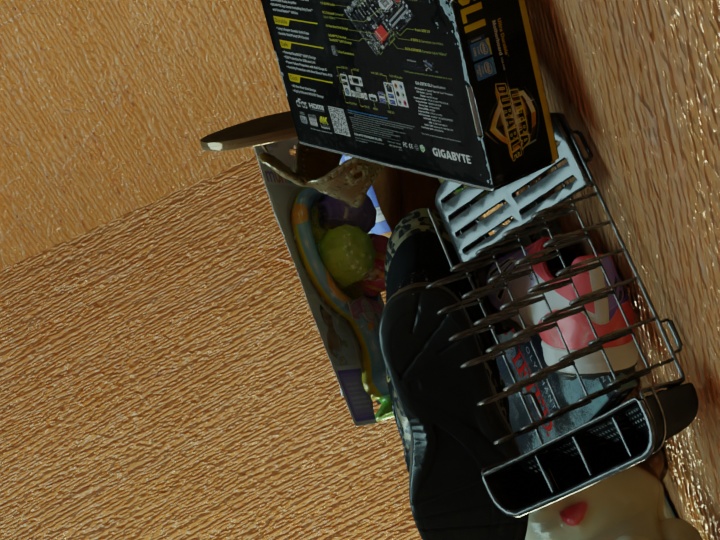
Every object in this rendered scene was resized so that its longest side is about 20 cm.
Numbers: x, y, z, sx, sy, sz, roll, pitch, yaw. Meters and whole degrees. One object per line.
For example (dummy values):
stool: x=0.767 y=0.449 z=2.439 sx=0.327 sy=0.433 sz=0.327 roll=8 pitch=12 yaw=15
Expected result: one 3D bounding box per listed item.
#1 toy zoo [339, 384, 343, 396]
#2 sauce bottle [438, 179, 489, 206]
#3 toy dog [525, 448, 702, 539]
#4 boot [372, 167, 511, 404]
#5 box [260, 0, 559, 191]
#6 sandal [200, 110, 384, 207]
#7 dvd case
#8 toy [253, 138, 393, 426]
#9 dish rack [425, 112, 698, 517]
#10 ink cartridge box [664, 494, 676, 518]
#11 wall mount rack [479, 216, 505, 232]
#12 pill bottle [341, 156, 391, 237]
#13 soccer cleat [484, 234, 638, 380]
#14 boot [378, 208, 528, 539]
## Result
toy zoo: x=-0.007 y=0.027 z=1.509 sx=0.200 sy=0.020 sz=0.132 roll=53 pitch=-149 yaw=-84
sauce bottle: x=0.064 y=-0.106 z=1.260 sx=0.200 sy=0.064 sz=0.065 roll=67 pitch=179 yaw=-64
toy dog: x=0.174 y=0.195 z=1.309 sx=0.194 sy=0.139 sz=0.201 roll=-6 pitch=-111 yaw=-59
boot: x=0.025 y=-0.021 z=1.448 sx=0.201 sy=0.068 sz=0.188 roll=66 pitch=156 yaw=18
box: x=0.015 y=-0.136 z=1.112 sx=0.200 sy=0.049 sz=0.160 roll=17 pitch=126 yaw=56
sandal: x=0.001 y=-0.077 z=1.330 sx=0.078 sy=0.211 sz=0.070 roll=9 pitch=115 yaw=55
dvd case: x=0.114 y=0.059 z=1.417 sx=0.146 sy=0.022 sz=0.200 roll=66 pitch=153 yaw=20
toy: x=0.000 y=0.000 z=1.368 sx=0.115 sy=0.047 sz=0.201 roll=0 pitch=-108 yaw=-67
dish rack: x=0.096 y=0.020 z=1.127 sx=0.153 sy=0.054 sz=0.201 roll=-35 pitch=75 yaw=53
ink cartridge box: x=0.149 y=0.202 z=1.506 sx=0.085 sy=0.144 sz=0.200 roll=63 pitch=178 yaw=4
wall mount rack: x=0.104 y=0.020 z=1.567 sx=0.200 sy=0.074 sz=0.174 roll=70 pitch=175 yaw=-59
pill bottle: x=0.017 y=-0.120 z=1.769 sx=0.112 sy=0.112 sz=0.201 roll=-123 pitch=9 yaw=-79
soccer cleat: x=0.120 y=0.007 z=1.247 sx=0.200 sy=0.068 sz=0.074 roll=-125 pitch=30 yaw=-74
boot: x=0.058 y=0.073 z=1.295 sx=0.154 sy=0.073 sz=0.204 roll=-88 pitch=-16 yaw=-65
